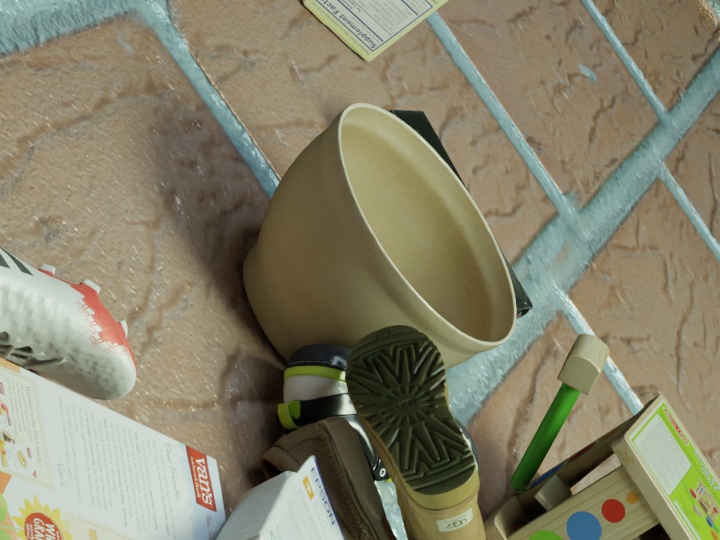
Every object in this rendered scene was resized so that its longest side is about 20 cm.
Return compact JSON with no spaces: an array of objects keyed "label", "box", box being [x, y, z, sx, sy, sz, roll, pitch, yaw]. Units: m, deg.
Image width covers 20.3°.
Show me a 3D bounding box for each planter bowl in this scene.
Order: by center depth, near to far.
[{"label":"planter bowl","box":[0.000,0.000,1.454,0.200,0.134,0.201,43,26,-27]}]

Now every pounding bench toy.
[{"label":"pounding bench toy","box":[0.168,0.168,1.533,0.201,0.155,0.124,57,25,2]}]

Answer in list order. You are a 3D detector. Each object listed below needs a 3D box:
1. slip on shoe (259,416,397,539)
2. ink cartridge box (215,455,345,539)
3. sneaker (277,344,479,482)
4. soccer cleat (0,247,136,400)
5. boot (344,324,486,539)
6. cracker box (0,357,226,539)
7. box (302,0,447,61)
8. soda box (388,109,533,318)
[{"label":"slip on shoe","box":[-0.003,0.195,1.301,0.060,0.076,0.202,-17,80,-25]},{"label":"ink cartridge box","box":[-0.024,0.224,1.171,0.200,0.040,0.201,-44,113,-80]},{"label":"sneaker","box":[0.006,0.126,1.420,0.200,0.071,0.084,35,56,-38]},{"label":"soccer cleat","box":[-0.211,0.017,1.128,0.200,0.068,0.085,44,35,-19]},{"label":"boot","box":[0.045,0.162,1.341,0.176,0.065,0.201,-107,-176,-49]},{"label":"cracker box","box":[-0.152,0.139,1.085,0.199,0.057,0.135,31,35,-43]},{"label":"box","box":[0.044,-0.328,1.871,0.097,0.199,0.177,39,28,-34]},{"label":"soda box","box":[0.064,-0.037,1.710,0.201,0.063,0.071,62,24,11]}]
